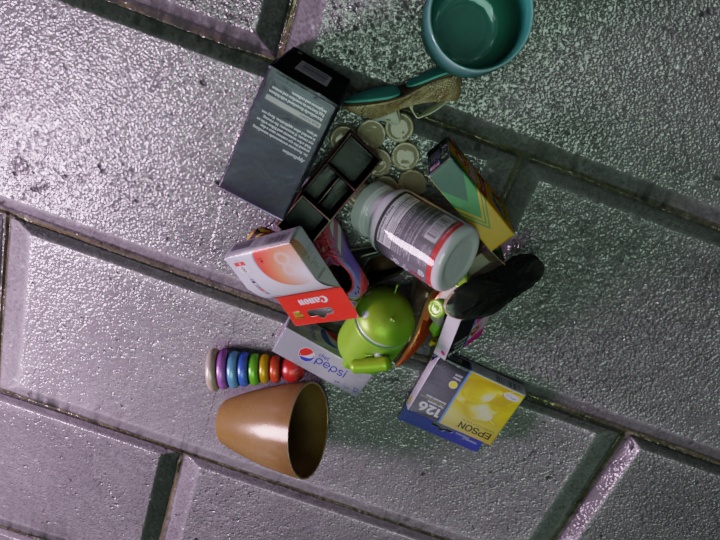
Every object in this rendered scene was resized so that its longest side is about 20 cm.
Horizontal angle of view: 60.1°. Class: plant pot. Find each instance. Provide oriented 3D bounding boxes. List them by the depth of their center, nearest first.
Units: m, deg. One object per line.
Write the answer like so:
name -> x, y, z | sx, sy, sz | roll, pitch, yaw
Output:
plant pot -> -0.191, 0.318, 1.272 | 0.196, 0.187, 0.190 | -1, 117, 21

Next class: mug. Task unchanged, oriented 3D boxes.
mug -> 0.179, -0.368, 0.916 | 0.181, 0.114, 0.155 | -12, 101, -2

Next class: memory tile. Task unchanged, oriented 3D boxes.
memory tile -> 0.037, -0.167, 1.090 | 0.150, 0.017, 0.203 | -11, 114, 12

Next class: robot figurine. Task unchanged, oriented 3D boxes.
robot figurine -> 0.028, 0.111, 1.138 | 0.114, 0.178, 0.201 | 15, 140, -14

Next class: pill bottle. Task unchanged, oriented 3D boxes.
pill bottle -> 0.086, -0.062, 1.019 | 0.199, 0.115, 0.118 | 34, 122, 31

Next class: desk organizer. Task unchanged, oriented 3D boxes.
desk organizer -> -0.053, -0.133, 1.034 | 0.071, 0.077, 0.201 | 39, 97, -12

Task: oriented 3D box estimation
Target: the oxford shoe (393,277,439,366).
oxford shoe -> 0.098, 0.096, 1.193 | 0.072, 0.071, 0.202 | 34, 120, 19

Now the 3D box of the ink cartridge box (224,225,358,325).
ink cartridge box -> -0.116, 0.029, 1.052 | 0.160, 0.050, 0.202 | -10, 122, 37

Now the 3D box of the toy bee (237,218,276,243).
toy bee -> -0.170, -0.037, 1.127 | 0.107, 0.130, 0.204 | -22, 97, -31

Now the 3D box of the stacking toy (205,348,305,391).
stacking toy -> -0.210, 0.198, 1.264 | 0.196, 0.086, 0.087 | -2, 116, 1

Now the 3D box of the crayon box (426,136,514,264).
crayon box -> 0.191, -0.118, 1.036 | 0.051, 0.128, 0.200 | -36, 108, 21

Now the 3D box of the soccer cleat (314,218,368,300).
soccer cleat -> -0.055, -0.037, 1.099 | 0.066, 0.076, 0.202 | -35, 81, 22

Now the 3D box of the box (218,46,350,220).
box -> -0.114, -0.220, 0.981 | 0.116, 0.198, 0.202 | 27, 116, -8

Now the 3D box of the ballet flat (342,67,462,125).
ballet flat -> 0.071, -0.271, 1.001 | 0.196, 0.071, 0.066 | -14, 122, 7

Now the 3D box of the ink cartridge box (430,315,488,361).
ink cartridge box -> 0.186, 0.101, 1.119 | 0.037, 0.094, 0.201 | 49, 152, 24

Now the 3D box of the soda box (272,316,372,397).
soda box -> -0.070, 0.166, 1.235 | 0.198, 0.064, 0.069 | 29, 117, -8

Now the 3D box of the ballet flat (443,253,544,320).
ballet flat -> 0.219, 0.029, 1.030 | 0.197, 0.057, 0.068 | -23, 104, -20

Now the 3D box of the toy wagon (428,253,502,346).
toy wagon -> 0.177, 0.053, 1.115 | 0.040, 0.154, 0.201 | 49, 118, 26

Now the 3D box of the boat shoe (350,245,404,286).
boat shoe -> 0.000, 0.000, 1.148 | 0.197, 0.068, 0.073 | -18, 115, 16

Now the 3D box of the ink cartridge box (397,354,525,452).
ink cartridge box -> 0.201, 0.279, 1.271 | 0.195, 0.047, 0.202 | 23, 113, -6
